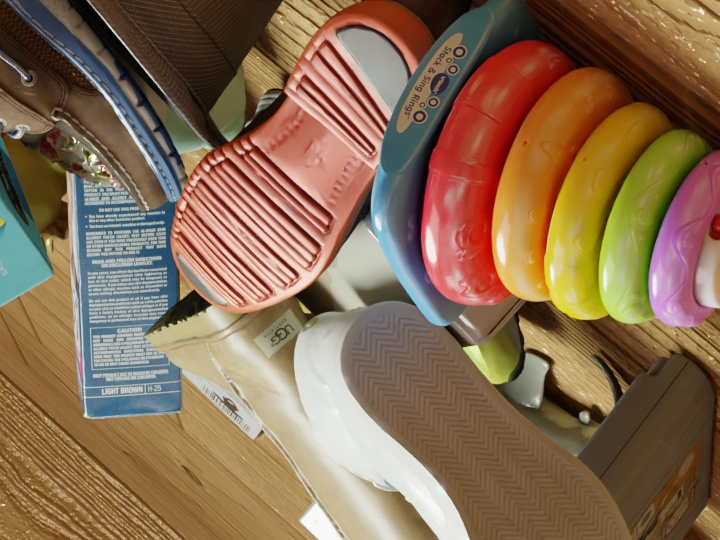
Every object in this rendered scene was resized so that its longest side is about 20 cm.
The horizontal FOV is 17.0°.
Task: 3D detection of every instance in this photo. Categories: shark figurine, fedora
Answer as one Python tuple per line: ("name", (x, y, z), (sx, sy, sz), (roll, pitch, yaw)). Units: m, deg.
("shark figurine", (0.096, 0.104, 1.324), (0.128, 0.090, 0.214), (48, 168, -25))
("fedora", (-0.088, -0.144, 1.086), (0.177, 0.090, 0.200), (50, 177, -14))

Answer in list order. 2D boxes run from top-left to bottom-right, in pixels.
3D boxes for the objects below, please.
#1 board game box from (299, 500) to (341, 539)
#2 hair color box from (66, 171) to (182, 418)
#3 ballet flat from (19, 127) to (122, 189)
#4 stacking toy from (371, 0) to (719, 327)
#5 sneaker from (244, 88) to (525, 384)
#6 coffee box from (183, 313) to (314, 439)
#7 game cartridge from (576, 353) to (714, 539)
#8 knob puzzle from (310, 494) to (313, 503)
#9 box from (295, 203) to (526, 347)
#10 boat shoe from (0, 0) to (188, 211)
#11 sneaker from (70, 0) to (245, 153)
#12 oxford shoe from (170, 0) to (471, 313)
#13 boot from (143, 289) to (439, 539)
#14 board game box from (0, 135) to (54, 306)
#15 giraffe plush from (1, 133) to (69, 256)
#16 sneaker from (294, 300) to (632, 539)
("board game box", (0.083, 0.161, 1.389), (0.200, 0.147, 0.064), (42, 127, 5))
("hair color box", (-0.136, -0.028, 1.371), (0.100, 0.060, 0.201), (-112, 21, -64))
("ballet flat", (-0.178, -0.114, 1.173), (0.200, 0.064, 0.076), (56, 145, 21))
("stacking toy", (0.112, -0.016, 0.918), (0.199, 0.116, 0.110), (23, 161, 28))
("sneaker", (0.000, 0.000, 1.275), (0.200, 0.090, 0.078), (41, 165, 6))
("coffee box", (-0.042, 0.022, 1.416), (0.080, 0.114, 0.200), (43, 165, 2))
("game cartridge", (0.127, 0.131, 1.211), (0.041, 0.134, 0.200), (30, 163, 18))
("knob puzzle", (0.033, 0.157, 1.467), (0.030, 0.221, 0.220), (-13, 132, 29))
("box", (0.031, -0.017, 1.130), (0.078, 0.095, 0.200), (45, 165, -7))
("boat shoe", (-0.157, -0.097, 1.086), (0.200, 0.072, 0.072), (51, 178, -15))
("sneaker", (-0.130, -0.144, 1.254), (0.118, 0.074, 0.201), (-1, -116, -60))
("oxford shoe", (-0.014, -0.050, 1.028), (0.071, 0.073, 0.200), (46, 134, 1))
("boot", (-0.022, 0.091, 1.225), (0.200, 0.066, 0.175), (53, 171, -7))
("board game box", (-0.228, -0.094, 1.148), (0.200, 0.047, 0.151), (60, 180, -37))
("giraffe plush", (-0.211, -0.067, 1.522), (0.200, 0.162, 0.173), (29, 160, 47))
("sneaker", (0.047, 0.094, 1.098), (0.200, 0.074, 0.116), (54, 166, -10))
